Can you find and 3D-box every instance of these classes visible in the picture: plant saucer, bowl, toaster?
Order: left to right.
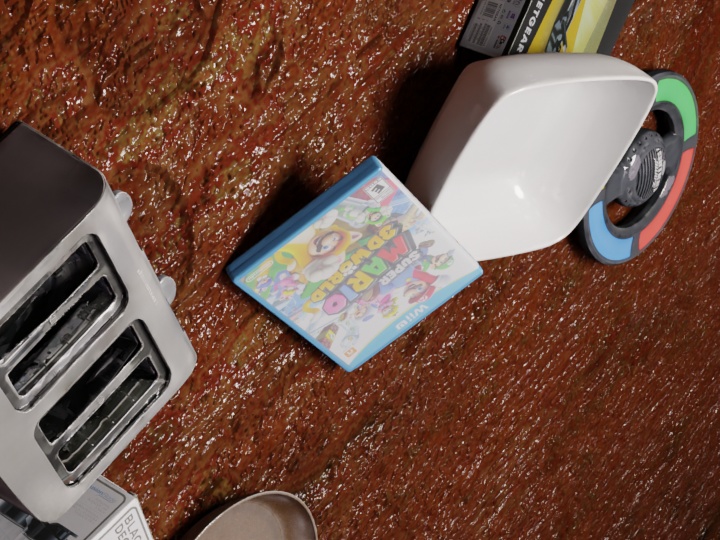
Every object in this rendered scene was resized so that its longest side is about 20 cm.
[{"bbox_3d":[-0.215,0.037,1.114,0.200,0.119,0.181,-48,141,-24],"label":"toaster"},{"bbox_3d":[-0.112,0.267,1.468,0.200,0.032,0.200,-32,134,-41],"label":"plant saucer"},{"bbox_3d":[0.125,-0.102,1.476,0.200,0.075,0.200,-10,139,-40],"label":"bowl"}]

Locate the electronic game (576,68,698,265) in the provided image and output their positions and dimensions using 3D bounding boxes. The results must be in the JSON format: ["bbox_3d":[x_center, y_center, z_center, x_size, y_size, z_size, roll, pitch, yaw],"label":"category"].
[{"bbox_3d":[0.272,-0.100,1.755,0.200,0.042,0.200,-30,132,-41],"label":"electronic game"}]

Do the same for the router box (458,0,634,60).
[{"bbox_3d":[0.178,-0.250,1.527,0.157,0.052,0.200,22,92,-56],"label":"router box"}]

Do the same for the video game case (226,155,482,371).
[{"bbox_3d":[0.000,0.000,1.412,0.143,0.018,0.200,-37,145,8],"label":"video game case"}]

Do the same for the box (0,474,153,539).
[{"bbox_3d":[-0.245,0.209,1.180,0.200,0.117,0.060,-45,141,-29],"label":"box"}]
